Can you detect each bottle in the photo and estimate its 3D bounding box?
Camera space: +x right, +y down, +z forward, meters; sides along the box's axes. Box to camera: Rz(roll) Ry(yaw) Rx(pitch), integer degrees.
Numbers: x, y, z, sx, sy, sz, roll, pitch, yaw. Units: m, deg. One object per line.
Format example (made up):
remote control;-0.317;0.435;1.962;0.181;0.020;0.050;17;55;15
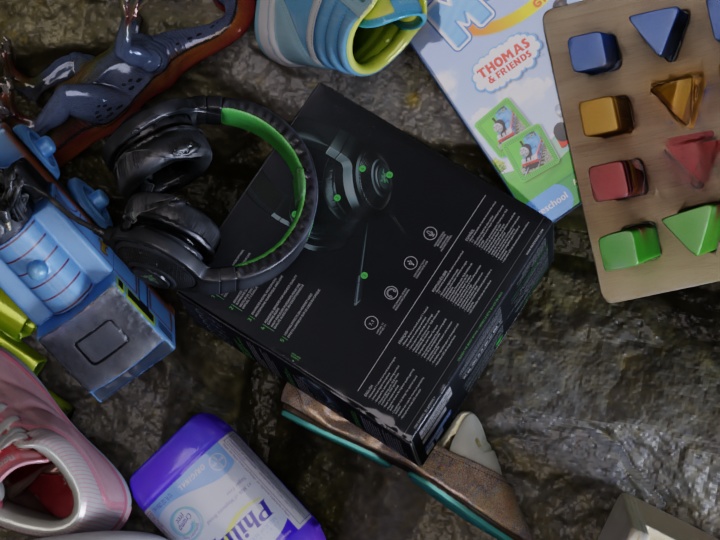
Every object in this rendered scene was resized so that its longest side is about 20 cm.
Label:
bottle;-0.067;0.193;1.340;0.083;0.065;0.200;-43;86;7

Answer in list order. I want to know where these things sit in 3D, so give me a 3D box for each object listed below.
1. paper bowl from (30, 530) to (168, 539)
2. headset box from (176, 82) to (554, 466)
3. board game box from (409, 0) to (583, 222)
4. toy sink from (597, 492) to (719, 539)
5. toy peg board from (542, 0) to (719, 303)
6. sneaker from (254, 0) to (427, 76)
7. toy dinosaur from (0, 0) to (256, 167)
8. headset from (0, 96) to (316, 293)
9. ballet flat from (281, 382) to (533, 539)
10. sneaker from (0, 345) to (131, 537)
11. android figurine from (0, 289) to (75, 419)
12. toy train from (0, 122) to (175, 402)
paper bowl;-0.184;0.234;1.286;0.199;0.201;0.105;-10;72;6
headset box;0.000;0.000;1.291;0.199;0.093;0.175;31;79;13
board game box;0.127;-0.150;1.336;0.151;0.037;0.200;-34;86;5
toy sink;0.191;0.233;1.247;0.112;0.200;0.131;26;92;6
toy peg board;0.223;-0.093;1.240;0.199;0.098;0.200;-12;90;18
sneaker;0.002;-0.223;1.291;0.130;0.079;0.201;25;114;45
toy dinosaur;-0.160;-0.143;1.365;0.180;0.105;0.201;-5;123;-3
headset;-0.126;-0.050;1.216;0.199;0.094;0.124;-5;71;-6
ballet flat;0.042;0.115;1.331;0.199;0.068;0.067;30;84;4
sneaker;-0.243;0.107;1.299;0.200;0.105;0.075;40;94;9
android figurine;-0.306;0.079;1.377;0.199;0.041;0.183;32;93;5
toy train;-0.204;-0.012;1.307;0.087;0.114;0.200;-35;116;8
